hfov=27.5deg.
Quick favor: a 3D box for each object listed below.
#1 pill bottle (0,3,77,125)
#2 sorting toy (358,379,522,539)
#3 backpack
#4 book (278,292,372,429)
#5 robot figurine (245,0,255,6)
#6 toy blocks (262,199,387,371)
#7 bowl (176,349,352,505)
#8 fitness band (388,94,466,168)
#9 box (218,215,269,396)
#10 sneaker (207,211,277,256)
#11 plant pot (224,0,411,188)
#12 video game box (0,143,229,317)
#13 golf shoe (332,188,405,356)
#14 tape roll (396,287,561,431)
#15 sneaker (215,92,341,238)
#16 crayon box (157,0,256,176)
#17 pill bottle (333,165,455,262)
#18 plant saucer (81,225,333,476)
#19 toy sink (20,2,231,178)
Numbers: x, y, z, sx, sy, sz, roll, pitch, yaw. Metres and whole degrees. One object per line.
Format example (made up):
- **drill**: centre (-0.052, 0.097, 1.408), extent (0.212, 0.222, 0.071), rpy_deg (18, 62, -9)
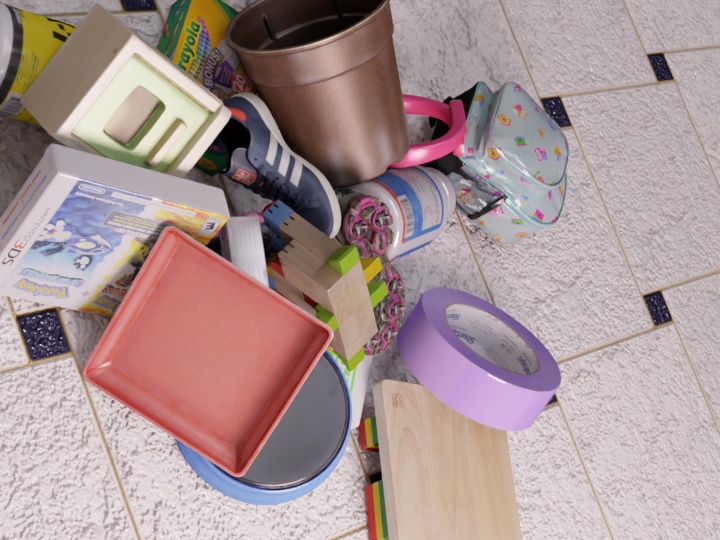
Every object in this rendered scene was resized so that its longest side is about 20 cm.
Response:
- **pill bottle**: centre (-0.318, -0.206, 1.566), extent (0.200, 0.114, 0.115), rpy_deg (12, 62, -39)
- **sorting toy**: centre (0.089, 0.245, 1.746), extent (0.198, 0.070, 0.200), rpy_deg (12, 62, -39)
- **backpack**: centre (0.195, -0.141, 1.982), extent (0.200, 0.153, 0.176), rpy_deg (45, 41, -27)
- **book**: centre (-0.042, 0.074, 1.734), extent (0.133, 0.048, 0.200), rpy_deg (34, 47, -27)
- **robot figurine**: centre (-0.060, -0.328, 1.862), extent (0.169, 0.113, 0.200), rpy_deg (-14, 79, -28)
- **toy blocks**: centre (-0.055, 0.009, 1.620), extent (0.137, 0.200, 0.100), rpy_deg (36, 69, 27)
- **bowl**: centre (-0.102, 0.150, 1.588), extent (0.200, 0.039, 0.201), rpy_deg (6, 69, -17)
- **fitness band**: centre (0.063, -0.181, 1.872), extent (0.200, 0.143, 0.038), rpy_deg (-87, 176, -63)
- **box**: centre (-0.118, 0.041, 1.577), extent (0.041, 0.039, 0.201), rpy_deg (-4, 73, -20)
- **sneaker**: centre (-0.154, -0.012, 1.658), extent (0.200, 0.079, 0.096), rpy_deg (-13, 88, -39)
- **plant pot**: centre (-0.036, -0.217, 1.726), extent (0.200, 0.200, 0.199), rpy_deg (-53, 136, -43)
- **video game box**: centre (-0.263, -0.032, 1.480), extent (0.200, 0.182, 0.047), rpy_deg (14, 45, -37)
- **golf shoe**: centre (0.000, 0.000, 1.713), extent (0.072, 0.092, 0.201), rpy_deg (-17, 112, -30)
- **tape roll**: centre (0.145, 0.107, 1.802), extent (0.200, 0.066, 0.200), rpy_deg (27, 24, -13)
- **sneaker**: centre (-0.106, -0.106, 1.651), extent (0.200, 0.075, 0.084), rpy_deg (50, 42, 9)
- **crayon box**: centre (-0.185, -0.225, 1.737), extent (0.119, 0.058, 0.200), rpy_deg (32, 51, -28)
- **pill bottle**: centre (0.042, -0.073, 1.820), extent (0.112, 0.112, 0.200), rpy_deg (63, 29, 2)
- **plant saucer**: centre (-0.154, 0.080, 1.500), extent (0.200, 0.200, 0.037), rpy_deg (32, 20, -1)
- **toy sink**: centre (-0.221, -0.154, 1.510), extent (0.200, 0.130, 0.112), rpy_deg (38, 3, -42)
